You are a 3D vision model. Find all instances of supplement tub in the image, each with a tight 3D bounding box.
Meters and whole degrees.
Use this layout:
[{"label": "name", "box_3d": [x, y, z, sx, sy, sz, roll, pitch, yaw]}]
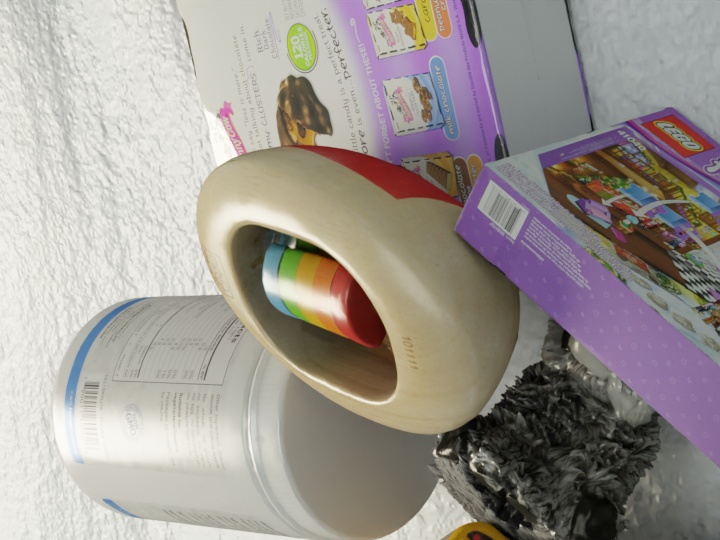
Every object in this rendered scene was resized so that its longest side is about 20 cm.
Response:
[{"label": "supplement tub", "box_3d": [-0.063, 0.078, 0.960, 0.200, 0.132, 0.132, -1, 104, 45]}]

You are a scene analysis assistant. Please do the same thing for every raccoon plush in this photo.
[{"label": "raccoon plush", "box_3d": [0.106, 0.076, 0.850, 0.097, 0.134, 0.200, 38, 163, 11]}]

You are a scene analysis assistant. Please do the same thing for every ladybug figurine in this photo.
[{"label": "ladybug figurine", "box_3d": [0.000, 0.000, 0.792, 0.200, 0.072, 0.136, 23, 139, 46]}]

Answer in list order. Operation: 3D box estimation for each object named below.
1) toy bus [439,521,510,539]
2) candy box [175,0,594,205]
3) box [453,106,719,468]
[{"label": "toy bus", "box_3d": [0.045, 0.175, 0.857, 0.065, 0.078, 0.200, 40, 163, 4]}, {"label": "candy box", "box_3d": [0.012, -0.081, 0.868, 0.200, 0.072, 0.168, -4, 102, 45]}, {"label": "box", "box_3d": [0.154, 0.016, 0.713, 0.200, 0.137, 0.039, 44, 130, 26]}]
